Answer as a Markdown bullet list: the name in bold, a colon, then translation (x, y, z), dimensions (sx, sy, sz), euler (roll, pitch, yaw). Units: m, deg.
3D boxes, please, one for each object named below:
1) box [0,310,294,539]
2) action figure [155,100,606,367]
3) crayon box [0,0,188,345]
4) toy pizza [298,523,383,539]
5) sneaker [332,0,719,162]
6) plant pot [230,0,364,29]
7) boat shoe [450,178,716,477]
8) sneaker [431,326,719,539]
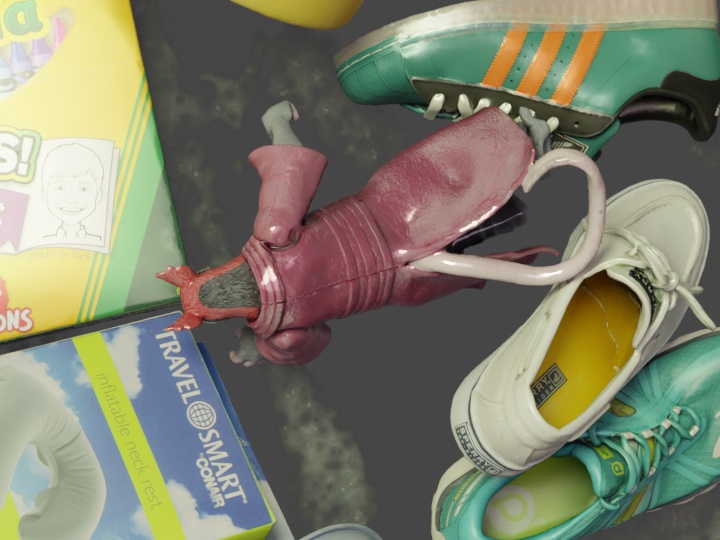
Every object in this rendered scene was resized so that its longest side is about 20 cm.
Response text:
- **box**: translation (-0.133, 0.096, 1.093), dimensions (0.199, 0.048, 0.123), euler (-14, 67, -28)
- **action figure**: translation (0.000, 0.000, 1.106), dimensions (0.199, 0.149, 0.135), euler (-20, 122, -23)
- **crayon box**: translation (-0.196, -0.048, 1.141), dimensions (0.198, 0.058, 0.174), euler (-13, 89, -5)
- **toy pizza**: translation (-0.049, 0.206, 1.089), dimensions (0.032, 0.200, 0.201), euler (25, 85, 28)
- **sneaker**: translation (0.087, -0.091, 1.160), dimensions (0.198, 0.071, 0.081), euler (-7, 83, -6)
- **plant pot**: translation (-0.039, -0.243, 1.065), dimensions (0.200, 0.201, 0.189), euler (34, 109, -3)
- **boat shoe**: translation (0.125, 0.015, 1.113), dimensions (0.075, 0.086, 0.202), euler (52, 53, -6)
- **sneaker**: translation (0.128, 0.095, 1.152), dimensions (0.199, 0.080, 0.078), euler (-30, 90, -6)
